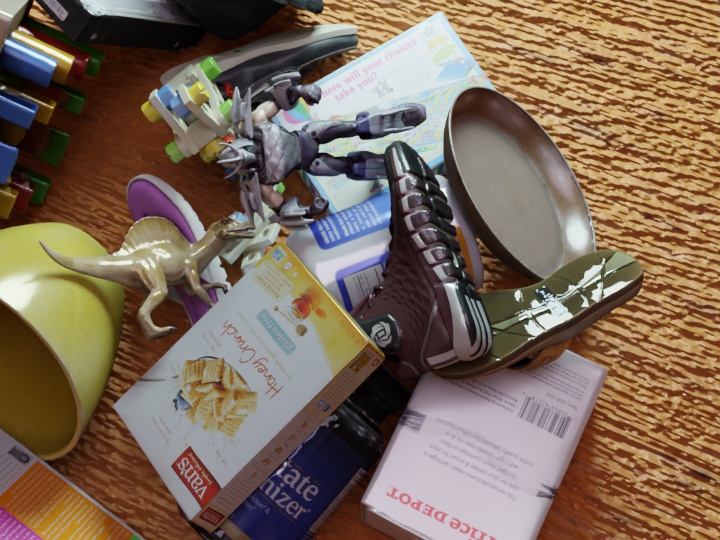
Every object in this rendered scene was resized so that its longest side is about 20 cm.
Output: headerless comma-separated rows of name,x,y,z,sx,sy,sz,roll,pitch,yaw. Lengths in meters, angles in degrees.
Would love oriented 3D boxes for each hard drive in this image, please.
hard drive,-0.240,-0.264,1.320,0.140,0.200,0.038,47,111,14

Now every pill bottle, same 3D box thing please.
pill bottle,0.000,0.000,1.265,0.198,0.112,0.113,-21,72,-6
pill bottle,-0.052,0.152,1.196,0.112,0.112,0.201,39,86,13

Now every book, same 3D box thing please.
book,-0.272,0.215,1.163,0.199,0.134,0.048,39,114,2

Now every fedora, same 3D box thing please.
fedora,-0.126,-0.275,1.335,0.201,0.200,0.092,46,106,14

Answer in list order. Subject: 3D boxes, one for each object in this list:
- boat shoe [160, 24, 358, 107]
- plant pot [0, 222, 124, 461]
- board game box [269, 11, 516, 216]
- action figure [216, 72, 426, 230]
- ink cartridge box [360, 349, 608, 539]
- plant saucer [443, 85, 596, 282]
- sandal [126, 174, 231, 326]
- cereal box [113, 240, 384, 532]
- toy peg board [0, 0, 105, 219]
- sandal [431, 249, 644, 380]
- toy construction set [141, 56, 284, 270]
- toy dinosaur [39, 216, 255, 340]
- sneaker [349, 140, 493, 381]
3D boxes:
boat shoe,-0.090,-0.187,1.366,0.198,0.072,0.068,-23,109,-14
plant pot,-0.282,0.041,1.228,0.199,0.201,0.142,29,47,10
board game box,0.029,-0.141,1.354,0.199,0.034,0.135,-30,74,-10
action figure,-0.039,-0.106,1.230,0.198,0.069,0.132,-10,107,-36
ink cartridge box,0.105,0.152,1.225,0.144,0.084,0.201,25,72,9
plant saucer,0.137,-0.070,1.274,0.032,0.199,0.202,-34,68,34
sandal,-0.163,0.000,1.277,0.049,0.083,0.204,-19,70,-40
cereal box,-0.093,0.091,1.156,0.200,0.040,0.144,-45,52,0
toy peg board,-0.300,-0.131,1.249,0.097,0.199,0.202,23,103,-13
sandal,0.147,0.047,1.189,0.198,0.054,0.081,-24,40,-5
toy construction set,-0.119,-0.103,1.280,0.091,0.201,0.132,-24,32,2
toy dinosaur,-0.178,0.005,1.206,0.198,0.058,0.102,-11,84,-34
sneaker,0.025,-0.003,1.177,0.115,0.075,0.202,-27,63,20
